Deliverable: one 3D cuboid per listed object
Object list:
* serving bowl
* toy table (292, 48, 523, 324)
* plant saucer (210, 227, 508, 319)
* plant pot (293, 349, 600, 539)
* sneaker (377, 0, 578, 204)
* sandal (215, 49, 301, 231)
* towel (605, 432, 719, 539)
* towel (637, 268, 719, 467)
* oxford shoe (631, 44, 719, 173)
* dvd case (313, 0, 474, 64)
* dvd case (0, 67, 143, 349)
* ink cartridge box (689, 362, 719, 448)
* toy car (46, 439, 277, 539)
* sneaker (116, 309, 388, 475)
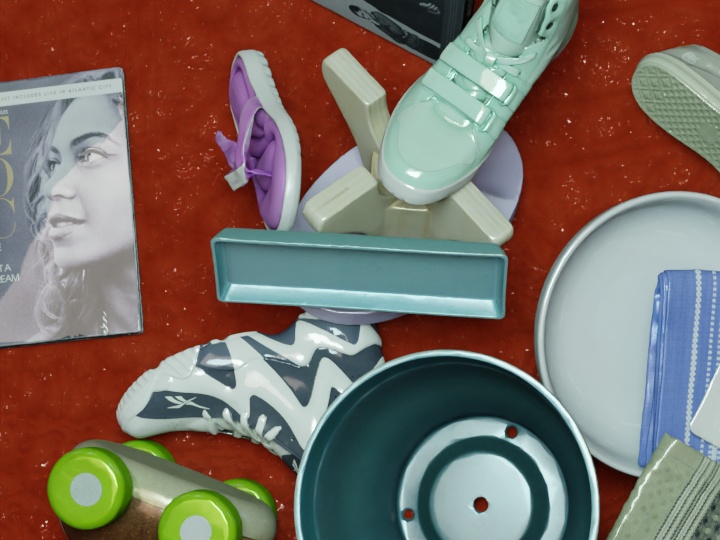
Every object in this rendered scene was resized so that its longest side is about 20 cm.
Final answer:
[{"bbox_3d":[0.210,0.043,1.557,0.198,0.066,0.202,-1,95,-13],"label":"serving bowl"},{"bbox_3d":[0.034,-0.059,1.554,0.183,0.117,0.200,36,67,15],"label":"toy table"},{"bbox_3d":[0.000,0.000,1.496,0.198,0.070,0.019,4,52,5],"label":"plant saucer"},{"bbox_3d":[0.071,0.161,1.504,0.198,0.188,0.202,-1,84,11],"label":"plant pot"},{"bbox_3d":[0.079,-0.142,1.467,0.073,0.118,0.201,33,67,12],"label":"sneaker"},{"bbox_3d":[-0.080,-0.088,1.576,0.049,0.203,0.083,0,120,-13],"label":"sandal"},{"bbox_3d":[0.232,0.235,1.520,0.192,0.035,0.201,32,90,-18],"label":"towel"},{"bbox_3d":[0.290,0.075,1.537,0.198,0.024,0.146,3,93,-15],"label":"towel"},{"bbox_3d":[0.282,-0.092,1.588,0.200,0.075,0.058,43,52,9],"label":"oxford shoe"},{"bbox_3d":[-0.010,-0.227,1.595,0.199,0.151,0.025,29,70,10],"label":"dvd case"},{"bbox_3d":[-0.242,-0.045,1.661,0.147,0.016,0.202,-6,81,6],"label":"dvd case"},{"bbox_3d":[0.336,0.108,1.504,0.199,0.067,0.118,29,86,-15],"label":"ink cartridge box"},{"bbox_3d":[-0.157,0.231,1.541,0.157,0.164,0.202,20,91,9],"label":"toy car"},{"bbox_3d":[-0.068,0.114,1.584,0.197,0.080,0.131,-18,71,-7],"label":"sneaker"}]
